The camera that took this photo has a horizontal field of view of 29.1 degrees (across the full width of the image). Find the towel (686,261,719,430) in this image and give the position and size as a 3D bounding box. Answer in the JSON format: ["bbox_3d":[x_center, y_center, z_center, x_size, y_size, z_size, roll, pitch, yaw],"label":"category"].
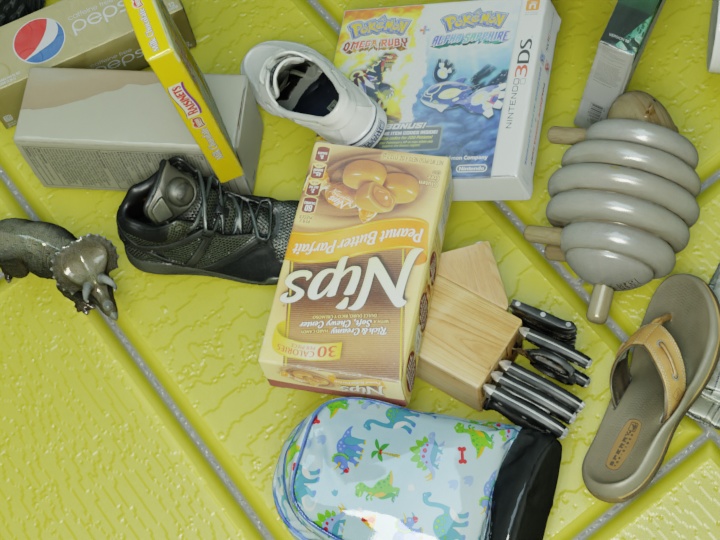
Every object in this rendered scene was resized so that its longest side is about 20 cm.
[{"bbox_3d":[0.362,0.061,1.116,0.192,0.035,0.201,24,71,16],"label":"towel"}]

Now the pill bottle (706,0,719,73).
[{"bbox_3d":[0.404,-0.204,1.190,0.199,0.109,0.109,6,67,8],"label":"pill bottle"}]

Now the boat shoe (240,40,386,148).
[{"bbox_3d":[-0.053,-0.166,1.212,0.200,0.065,0.074,31,87,46],"label":"boat shoe"}]

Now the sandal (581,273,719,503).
[{"bbox_3d":[0.225,0.086,1.094,0.080,0.054,0.201,10,65,51],"label":"sandal"}]

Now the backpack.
[{"bbox_3d":[0.033,0.173,1.058,0.199,0.154,0.164,12,73,26],"label":"backpack"}]

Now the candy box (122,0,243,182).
[{"bbox_3d":[-0.141,-0.155,1.079,0.026,0.200,0.103,-22,65,1],"label":"candy box"}]

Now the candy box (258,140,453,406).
[{"bbox_3d":[0.000,0.000,1.103,0.115,0.055,0.201,7,64,13],"label":"candy box"}]

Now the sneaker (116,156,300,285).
[{"bbox_3d":[-0.113,-0.041,1.175,0.198,0.114,0.077,3,68,6],"label":"sneaker"}]

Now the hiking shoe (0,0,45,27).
[{"bbox_3d":[-0.397,-0.233,1.323,0.200,0.075,0.087,-40,60,-22],"label":"hiking shoe"}]

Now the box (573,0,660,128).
[{"bbox_3d":[0.246,-0.234,1.202,0.036,0.144,0.201,22,71,8],"label":"box"}]

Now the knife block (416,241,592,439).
[{"bbox_3d":[0.082,0.074,1.126,0.199,0.064,0.176,-14,64,0],"label":"knife block"}]

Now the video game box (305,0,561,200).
[{"bbox_3d":[0.064,-0.149,1.212,0.199,0.047,0.183,0,62,25],"label":"video game box"}]

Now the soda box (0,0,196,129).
[{"bbox_3d":[-0.259,-0.211,1.294,0.199,0.064,0.068,-25,65,-4],"label":"soda box"}]

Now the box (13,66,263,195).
[{"bbox_3d":[-0.193,-0.122,1.231,0.199,0.095,0.078,4,66,6],"label":"box"}]

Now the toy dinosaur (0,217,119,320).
[{"bbox_3d":[-0.275,-0.016,1.186,0.199,0.102,0.077,21,69,14],"label":"toy dinosaur"}]

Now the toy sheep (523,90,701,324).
[{"bbox_3d":[0.211,-0.053,1.138,0.137,0.138,0.201,11,82,11],"label":"toy sheep"}]
